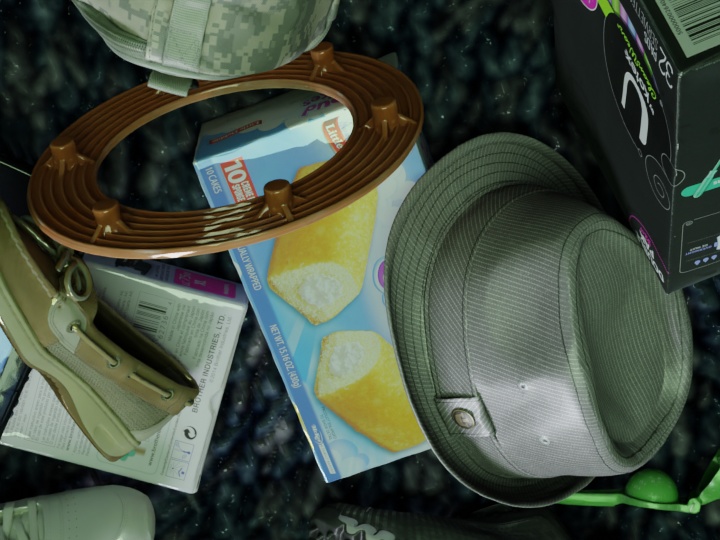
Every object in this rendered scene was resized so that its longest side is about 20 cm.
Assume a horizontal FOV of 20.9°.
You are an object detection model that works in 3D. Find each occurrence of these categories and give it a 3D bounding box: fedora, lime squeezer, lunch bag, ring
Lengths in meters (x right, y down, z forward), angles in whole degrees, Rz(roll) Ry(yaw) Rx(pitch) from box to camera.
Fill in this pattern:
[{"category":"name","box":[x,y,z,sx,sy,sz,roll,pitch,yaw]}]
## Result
[{"category":"fedora","box":[0.107,0.029,1.007,0.176,0.090,0.201,-32,113,-37]},{"category":"lime squeezer","box":[0.175,0.109,1.113,0.199,0.038,0.071,-28,109,11]},{"category":"lunch bag","box":[-0.061,-0.197,0.919,0.138,0.168,0.201,13,111,-6]},{"category":"ring","box":[-0.068,-0.065,0.953,0.199,0.201,0.019,-10,120,3]}]

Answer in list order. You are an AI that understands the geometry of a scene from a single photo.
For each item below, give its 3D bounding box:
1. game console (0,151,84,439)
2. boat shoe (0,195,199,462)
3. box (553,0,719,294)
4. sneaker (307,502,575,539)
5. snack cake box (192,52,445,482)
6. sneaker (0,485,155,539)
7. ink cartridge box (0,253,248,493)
[{"category":"game console","box":[-0.248,0.031,0.989,0.171,0.119,0.201,24,105,-11]},{"category":"boat shoe","box":[-0.144,0.022,0.991,0.063,0.073,0.201,-31,136,-3]},{"category":"box","box":[0.169,-0.111,0.911,0.123,0.149,0.200,-21,152,-3]},{"category":"sneaker","box":[0.069,0.167,1.120,0.199,0.091,0.067,17,132,20]},{"category":"snack cake box","box":[0.000,0.000,1.052,0.114,0.067,0.201,-19,111,8]},{"category":"sneaker","box":[-0.210,0.162,1.088,0.199,0.077,0.081,-21,138,12]},{"category":"ink cartridge box","box":[-0.171,0.041,1.081,0.198,0.042,0.120,14,109,-9]}]
